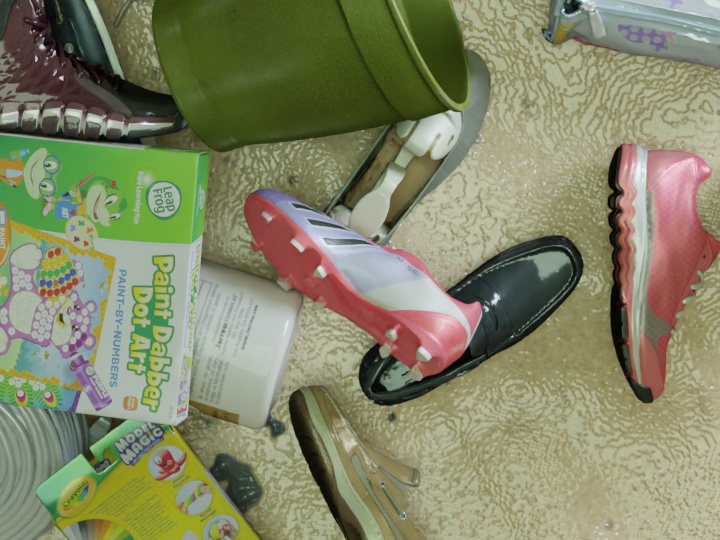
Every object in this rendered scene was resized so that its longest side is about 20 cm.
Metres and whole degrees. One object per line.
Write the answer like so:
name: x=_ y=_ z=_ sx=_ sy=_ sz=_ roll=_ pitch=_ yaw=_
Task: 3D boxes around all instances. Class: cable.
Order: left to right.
cable: x=-0.313 y=0.135 z=1.616 sx=0.199 sy=0.069 sz=0.201 roll=28 pitch=112 yaw=-2

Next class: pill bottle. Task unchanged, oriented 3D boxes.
pill bottle: x=-0.152 y=0.040 z=1.591 sx=0.198 sy=0.114 sz=0.115 roll=18 pitch=97 yaw=1

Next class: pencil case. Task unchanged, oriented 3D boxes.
pencil case: x=0.239 y=-0.197 z=1.559 sx=0.198 sy=0.091 sz=0.084 roll=10 pitch=97 yaw=1

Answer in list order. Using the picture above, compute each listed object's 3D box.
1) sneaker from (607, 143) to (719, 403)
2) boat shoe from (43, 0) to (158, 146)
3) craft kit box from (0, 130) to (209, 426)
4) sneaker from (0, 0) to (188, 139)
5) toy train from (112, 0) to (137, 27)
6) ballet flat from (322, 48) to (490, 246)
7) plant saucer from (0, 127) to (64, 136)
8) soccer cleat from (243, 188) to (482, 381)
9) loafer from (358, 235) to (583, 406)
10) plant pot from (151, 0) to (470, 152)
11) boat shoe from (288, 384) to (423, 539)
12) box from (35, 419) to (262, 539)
sneaker: x=0.237 y=0.003 z=1.590 sx=0.086 sy=0.074 sz=0.202 roll=-2 pitch=96 yaw=1
boat shoe: x=-0.219 y=-0.164 z=1.594 sx=0.061 sy=0.075 sz=0.201 roll=-26 pitch=104 yaw=-6
craft kit box: x=-0.216 y=0.003 z=1.516 sx=0.196 sy=0.049 sz=0.202 roll=5 pitch=96 yaw=5
sneaker: x=-0.220 y=-0.159 z=1.518 sx=0.198 sy=0.076 sz=0.117 roll=3 pitch=98 yaw=-13
toy train: x=-0.130 y=-0.259 z=1.555 sx=0.084 sy=0.116 sz=0.200 roll=38 pitch=97 yaw=-2
ballet flat: x=0.036 y=-0.082 z=1.594 sx=0.067 sy=0.064 sz=0.201 roll=36 pitch=96 yaw=-2
plant saucer: x=-0.332 y=-0.105 z=1.616 sx=0.198 sy=0.050 sz=0.202 roll=0 pitch=96 yaw=2
soccer cleat: x=0.000 y=0.000 z=1.556 sx=0.200 sy=0.067 sz=0.076 roll=38 pitch=56 yaw=10
loafer: x=0.087 y=0.043 z=1.602 sx=0.200 sy=0.070 sz=0.068 roll=-33 pitch=94 yaw=6
plant pot: x=-0.044 y=-0.179 z=1.536 sx=0.192 sy=0.200 sz=0.202 roll=-20 pitch=95 yaw=16
boat shoe: x=0.011 y=0.172 z=1.629 sx=0.076 sy=0.072 sz=0.201 roll=-26 pitch=102 yaw=-9
box: x=-0.156 y=0.199 z=1.595 sx=0.117 sy=0.048 sz=0.201 roll=-36 pitch=122 yaw=-4
